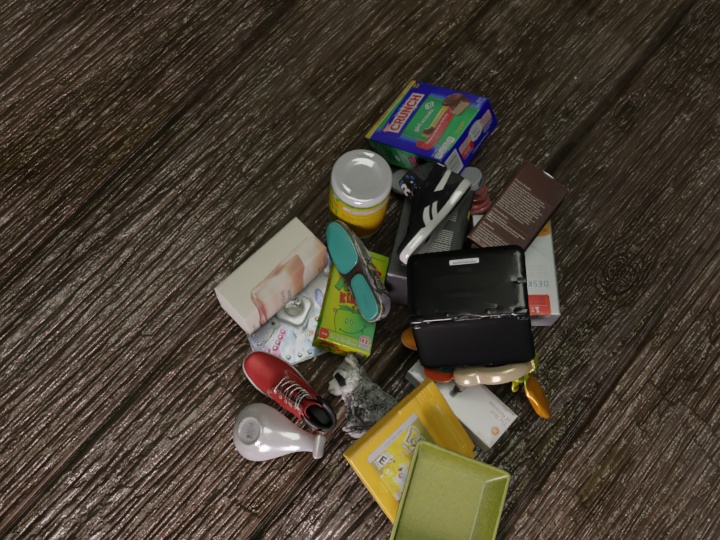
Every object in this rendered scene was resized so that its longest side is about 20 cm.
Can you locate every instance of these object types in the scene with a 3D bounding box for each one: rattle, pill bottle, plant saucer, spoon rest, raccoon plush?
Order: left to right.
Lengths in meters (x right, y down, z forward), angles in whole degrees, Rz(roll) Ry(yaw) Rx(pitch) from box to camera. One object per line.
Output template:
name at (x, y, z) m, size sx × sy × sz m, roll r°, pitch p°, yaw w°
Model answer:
spoon rest at (-0.140, 0.290, 1.488) m, size 0.198 × 0.060 × 0.101 m, roll 6°, pitch 80°, yaw 32°
pill bottle at (-0.005, -0.126, 1.587) m, size 0.109 × 0.200 × 0.112 m, roll 2°, pitch 66°, yaw -4°
raccoon plush at (0.035, 0.228, 1.547) m, size 0.198 × 0.097 × 0.135 m, roll 12°, pitch 54°, yaw -27°
plant saucer at (0.141, 0.411, 1.454) m, size 0.198 × 0.048 × 0.202 m, roll 24°, pitch 74°, yaw -21°
rattle at (0.222, 0.206, 1.524) m, size 0.198 × 0.144 × 0.131 m, roll -19°, pitch 34°, yaw -3°

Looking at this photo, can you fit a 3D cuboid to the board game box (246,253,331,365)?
board game box at (-0.125, 0.069, 1.607) m, size 0.198 × 0.026 × 0.202 m, roll -19°, pitch 73°, yaw -10°

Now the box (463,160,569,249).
box at (0.285, -0.093, 1.583) m, size 0.100 × 0.075 × 0.200 m, roll 37°, pitch 74°, yaw 11°

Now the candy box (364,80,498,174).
candy box at (0.137, -0.274, 1.673) m, size 0.199 × 0.077 × 0.170 m, roll 23°, pitch 68°, yaw 40°

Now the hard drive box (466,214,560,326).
hard drive box at (0.288, 0.000, 1.627) m, size 0.154 × 0.077 × 0.203 m, roll -1°, pitch 71°, yaw -3°

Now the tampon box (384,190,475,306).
tampon box at (0.125, -0.044, 1.595) m, size 0.125 × 0.150 × 0.202 m, roll 13°, pitch 70°, yaw 3°

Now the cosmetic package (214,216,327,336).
cosmetic package at (-0.159, 0.012, 1.559) m, size 0.200 × 0.104 × 0.087 m, roll -43°, pitch 76°, yaw -14°

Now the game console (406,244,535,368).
game console at (0.185, 0.063, 1.441) m, size 0.197 × 0.116 × 0.178 m, roll -6°, pitch 73°, yaw 13°

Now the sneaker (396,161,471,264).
sneaker at (0.098, -0.108, 1.505) m, size 0.111 × 0.073 × 0.200 m, roll 34°, pitch 65°, yaw 14°

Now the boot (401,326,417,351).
boot at (0.165, 0.074, 1.512) m, size 0.198 × 0.145 × 0.071 m, roll -5°, pitch 48°, yaw 6°

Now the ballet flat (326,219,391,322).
ballet flat at (0.000, 0.000, 1.556) m, size 0.071 × 0.072 × 0.202 m, roll -22°, pitch 74°, yaw -11°

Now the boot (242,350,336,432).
boot at (-0.122, 0.206, 1.482) m, size 0.199 × 0.144 × 0.073 m, roll 38°, pitch 81°, yaw 3°

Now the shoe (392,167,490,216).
shoe at (0.156, -0.151, 1.679) m, size 0.198 × 0.091 × 0.072 m, roll 3°, pitch 53°, yaw 29°

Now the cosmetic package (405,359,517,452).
cosmetic package at (0.181, 0.228, 1.554) m, size 0.200 × 0.051 × 0.083 m, roll 42°, pitch 74°, yaw 11°

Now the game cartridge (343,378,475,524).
game cartridge at (0.092, 0.316, 1.480) m, size 0.199 × 0.032 × 0.177 m, roll -39°, pitch 111°, yaw -14°

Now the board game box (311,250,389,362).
board game box at (-0.017, 0.056, 1.581) m, size 0.100 × 0.048 × 0.202 m, roll 18°, pitch 62°, yaw -10°
